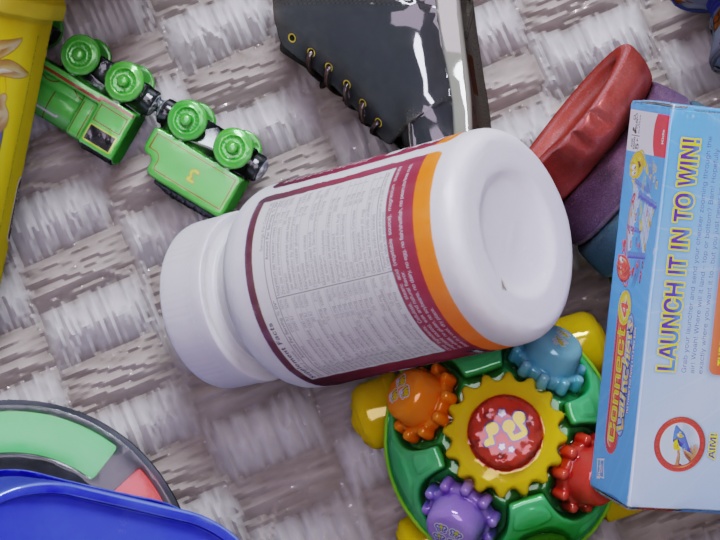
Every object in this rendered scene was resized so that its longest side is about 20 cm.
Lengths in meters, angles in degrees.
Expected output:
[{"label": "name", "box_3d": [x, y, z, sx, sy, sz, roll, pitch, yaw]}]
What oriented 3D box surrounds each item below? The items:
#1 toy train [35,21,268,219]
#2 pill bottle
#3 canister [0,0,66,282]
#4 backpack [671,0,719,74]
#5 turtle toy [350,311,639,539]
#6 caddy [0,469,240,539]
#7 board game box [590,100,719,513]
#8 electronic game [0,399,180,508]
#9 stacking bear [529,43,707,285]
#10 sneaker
[{"label": "toy train", "box_3d": [-0.143, -0.093, 1.461, 0.199, 0.042, 0.057, 31, 94, 6]}, {"label": "pill bottle", "box_3d": [0.000, 0.000, 1.365, 0.199, 0.109, 0.110, -14, 79, 37]}, {"label": "canister", "box_3d": [-0.246, -0.076, 1.415, 0.148, 0.087, 0.201, 13, 96, 7]}, {"label": "backpack", "box_3d": [0.263, -0.179, 1.393, 0.189, 0.200, 0.155, -5, 86, -6]}, {"label": "turtle toy", "box_3d": [0.082, 0.111, 1.389, 0.145, 0.101, 0.201, -19, 81, -1]}, {"label": "caddy", "box_3d": [-0.143, 0.178, 1.345, 0.199, 0.105, 0.142, 16, 81, -20]}, {"label": "board game box", "box_3d": [0.224, 0.022, 1.338, 0.194, 0.056, 0.201, 5, 95, -16]}, {"label": "electronic game", "box_3d": [-0.186, 0.169, 1.419, 0.198, 0.042, 0.201, 0, 81, 2]}, {"label": "stacking bear", "box_3d": [0.183, -0.016, 1.406, 0.200, 0.121, 0.114, 39, 42, -4]}, {"label": "sneaker", "box_3d": [0.013, -0.090, 1.447, 0.105, 0.075, 0.201, -7, 79, 11]}]
